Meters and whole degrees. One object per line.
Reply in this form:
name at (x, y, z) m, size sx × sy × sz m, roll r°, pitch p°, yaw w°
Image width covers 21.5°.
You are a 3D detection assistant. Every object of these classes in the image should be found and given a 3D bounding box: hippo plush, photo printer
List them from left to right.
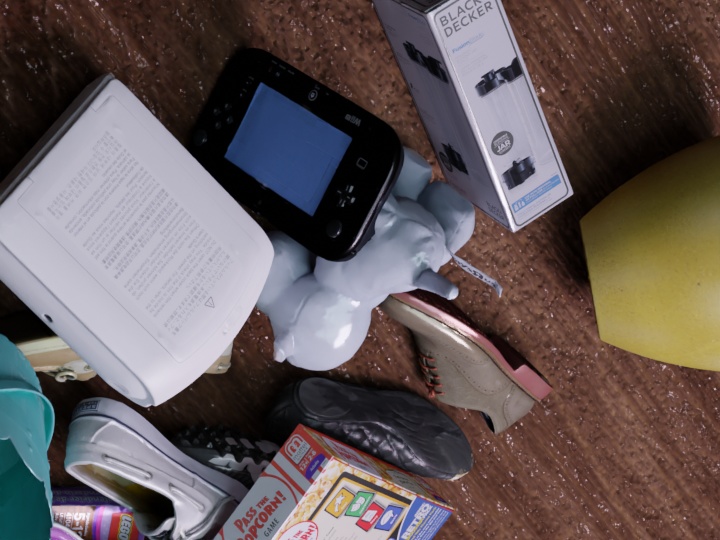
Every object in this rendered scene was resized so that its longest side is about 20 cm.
photo printer at (-0.165, -0.015, 1.365) m, size 0.200 × 0.069 × 0.167 m, roll 45°, pitch 63°, yaw -17°
hippo plush at (0.000, 0.000, 1.462) m, size 0.161 × 0.200 × 0.159 m, roll -50°, pitch 158°, yaw 23°

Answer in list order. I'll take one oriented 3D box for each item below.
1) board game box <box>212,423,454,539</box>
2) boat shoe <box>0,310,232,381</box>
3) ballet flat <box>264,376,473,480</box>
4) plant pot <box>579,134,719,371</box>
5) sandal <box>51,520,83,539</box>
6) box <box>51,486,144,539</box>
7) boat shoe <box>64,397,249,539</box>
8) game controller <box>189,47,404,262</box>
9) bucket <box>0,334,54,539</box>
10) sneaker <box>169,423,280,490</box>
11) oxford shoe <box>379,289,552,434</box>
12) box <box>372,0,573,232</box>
board game box at (-0.028, 0.216, 1.504) m, size 0.152 × 0.046 × 0.200 m, roll -53°, pitch 145°, yaw 4°
boat shoe at (-0.188, 0.060, 1.433) m, size 0.199 × 0.073 × 0.064 m, roll -9°, pitch 109°, yaw -31°
ballet flat at (0.011, 0.132, 1.579) m, size 0.199 × 0.067 × 0.057 m, roll 21°, pitch 141°, yaw -30°
plant pot at (0.259, -0.004, 1.575) m, size 0.141 × 0.200 × 0.202 m, roll -10°, pitch 117°, yaw 6°
sandal at (-0.188, 0.254, 1.446) m, size 0.202 × 0.050 × 0.083 m, roll 32°, pitch 74°, yaw -37°
box at (-0.251, 0.268, 1.500) m, size 0.136 × 0.039 × 0.202 m, roll 3°, pitch 108°, yaw -29°
boat shoe at (-0.148, 0.184, 1.449) m, size 0.074 × 0.087 × 0.202 m, roll -20°, pitch 131°, yaw 34°
game controller at (-0.048, -0.086, 1.372) m, size 0.042 × 0.200 × 0.105 m, roll 7°, pitch 110°, yaw -46°
bucket at (-0.310, 0.136, 1.331) m, size 0.205 × 0.135 × 0.209 m, roll -3°, pitch 126°, yaw -4°
sneaker at (-0.074, 0.185, 1.540) m, size 0.199 × 0.066 × 0.091 m, roll 17°, pitch 99°, yaw -33°
oxford shoe at (0.076, 0.074, 1.570) m, size 0.200 × 0.070 × 0.075 m, roll 37°, pitch 97°, yaw -31°
box at (0.083, -0.141, 1.460) m, size 0.060 × 0.117 × 0.201 m, roll -32°, pitch 119°, yaw -11°
